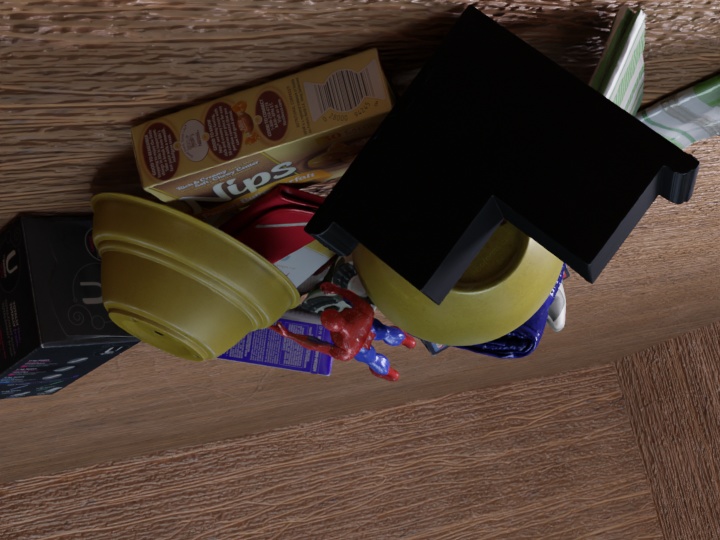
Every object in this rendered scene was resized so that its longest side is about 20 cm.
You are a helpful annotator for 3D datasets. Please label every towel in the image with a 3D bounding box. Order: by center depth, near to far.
[{"bbox_3d":[0.204,-0.120,0.909,0.023,0.155,0.200,22,177,17],"label":"towel"},{"bbox_3d":[0.122,0.019,1.078,0.145,0.050,0.200,16,-150,13],"label":"towel"},{"bbox_3d":[0.326,-0.146,1.136,0.198,0.031,0.148,-24,165,35],"label":"towel"}]

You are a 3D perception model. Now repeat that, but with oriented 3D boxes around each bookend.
[{"bbox_3d":[0.101,-0.044,0.770,0.200,0.199,0.092,-53,163,1],"label":"bookend"}]

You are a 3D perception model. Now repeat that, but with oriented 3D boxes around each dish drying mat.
[{"bbox_3d":[-0.090,-0.026,0.942,0.076,0.019,0.199,13,157,-31],"label":"dish drying mat"}]

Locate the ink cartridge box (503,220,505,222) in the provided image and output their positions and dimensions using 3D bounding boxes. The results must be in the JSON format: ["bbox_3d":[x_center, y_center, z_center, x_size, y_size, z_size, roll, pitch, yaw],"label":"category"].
[{"bbox_3d":[0.131,-0.039,1.251,0.197,0.085,0.145,-19,166,20],"label":"ink cartridge box"}]

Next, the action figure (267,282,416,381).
[{"bbox_3d":[-0.018,0.053,1.014,0.098,0.066,0.200,25,175,18],"label":"action figure"}]

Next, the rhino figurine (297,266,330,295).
[{"bbox_3d":[-0.104,0.000,1.212,0.198,0.061,0.087,1,164,-44],"label":"rhino figurine"}]

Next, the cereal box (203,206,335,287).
[{"bbox_3d":[-0.121,-0.009,1.065,0.142,0.040,0.200,12,143,-36],"label":"cereal box"}]

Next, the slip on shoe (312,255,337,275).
[{"bbox_3d":[-0.056,-0.027,1.148,0.198,0.062,0.074,0,164,-41],"label":"slip on shoe"}]

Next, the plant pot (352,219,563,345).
[{"bbox_3d":[0.087,-0.033,0.906,0.197,0.203,0.142,-14,180,1],"label":"plant pot"}]

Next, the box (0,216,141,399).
[{"bbox_3d":[-0.305,0.040,1.014,0.105,0.124,0.199,-1,162,-42],"label":"box"}]

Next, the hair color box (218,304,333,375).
[{"bbox_3d":[-0.127,0.068,1.245,0.197,0.066,0.109,11,-173,-2],"label":"hair color box"}]

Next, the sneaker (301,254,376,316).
[{"bbox_3d":[0.000,0.000,1.107,0.076,0.090,0.200,27,154,-11],"label":"sneaker"}]

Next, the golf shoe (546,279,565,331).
[{"bbox_3d":[0.136,0.042,1.215,0.197,0.090,0.077,-14,167,3],"label":"golf shoe"}]

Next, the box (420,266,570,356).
[{"bbox_3d":[0.149,0.019,1.355,0.198,0.038,0.137,-30,-158,-4],"label":"box"}]

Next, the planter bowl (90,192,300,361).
[{"bbox_3d":[-0.157,0.021,0.911,0.198,0.084,0.201,23,163,7],"label":"planter bowl"}]

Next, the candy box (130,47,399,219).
[{"bbox_3d":[-0.065,-0.101,0.838,0.197,0.056,0.115,-16,167,8],"label":"candy box"}]
